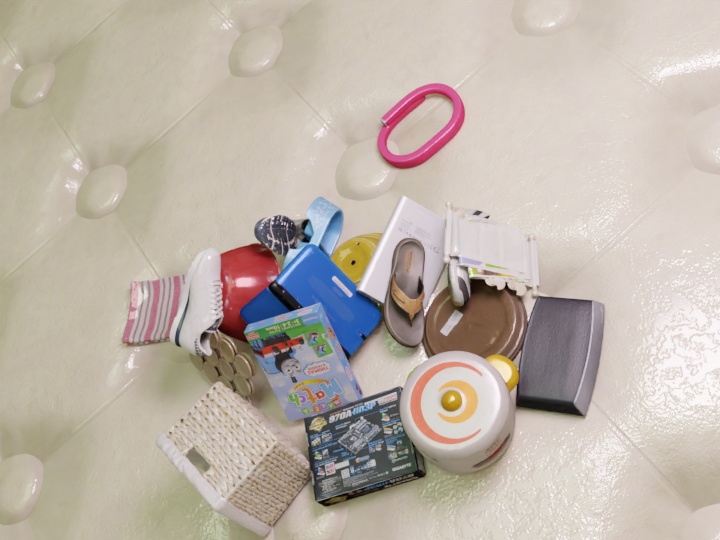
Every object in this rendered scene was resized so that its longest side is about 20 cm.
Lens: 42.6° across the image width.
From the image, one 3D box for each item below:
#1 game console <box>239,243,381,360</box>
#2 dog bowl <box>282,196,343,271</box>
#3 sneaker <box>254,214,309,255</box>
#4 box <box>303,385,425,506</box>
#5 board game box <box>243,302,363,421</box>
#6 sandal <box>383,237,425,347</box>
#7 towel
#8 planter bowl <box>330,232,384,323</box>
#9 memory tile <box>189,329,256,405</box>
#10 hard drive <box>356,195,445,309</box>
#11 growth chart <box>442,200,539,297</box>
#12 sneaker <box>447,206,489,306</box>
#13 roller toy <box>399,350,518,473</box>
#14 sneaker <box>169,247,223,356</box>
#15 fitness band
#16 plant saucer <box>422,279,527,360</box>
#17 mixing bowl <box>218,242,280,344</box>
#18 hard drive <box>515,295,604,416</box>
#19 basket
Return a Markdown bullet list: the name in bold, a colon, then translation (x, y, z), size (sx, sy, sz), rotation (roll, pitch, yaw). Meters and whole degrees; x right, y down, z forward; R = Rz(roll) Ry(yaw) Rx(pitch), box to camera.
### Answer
- **game console**: translation (-0.093, 0.081, 1.721), size (0.171, 0.200, 0.118), rotation (-48, 11, -20)
- **dog bowl**: translation (-0.090, -0.047, 1.826), size (0.049, 0.112, 0.201), rotation (18, 73, 18)
- **sneaker**: translation (-0.167, -0.069, 1.822), size (0.086, 0.200, 0.078), rotation (2, 90, 23)
- **box**: translation (0.004, 0.311, 1.632), size (0.199, 0.046, 0.160), rotation (-21, 58, 15)
- **board game box**: translation (-0.102, 0.169, 1.673), size (0.150, 0.201, 0.037), rotation (-17, 23, 19)
- **sandal**: translation (0.091, 0.037, 1.672), size (0.081, 0.055, 0.202), rotation (11, 80, -16)
- **towel**: translation (-0.413, 0.079, 1.960), size (0.198, 0.030, 0.148), rotation (-9, 63, 21)
- **planter bowl**: translation (0.000, 0.000, 1.770), size (0.199, 0.083, 0.202), rotation (-11, 61, 20)
- **memory tile**: translation (-0.269, 0.174, 1.780), size (0.017, 0.154, 0.200), rotation (-28, 51, -34)
- **hard drive**: translation (0.091, -0.020, 1.723), size (0.201, 0.131, 0.027), rotation (-64, 13, -15)
- **growth chart**: translation (0.234, -0.034, 1.646), size (0.199, 0.018, 0.146), rotation (18, 61, -13)
- **sneaker**: translation (0.200, -0.030, 1.671), size (0.087, 0.076, 0.202), rotation (2, 62, 3)
- **roller toy**: translation (0.163, 0.233, 1.528), size (0.198, 0.140, 0.184), rotation (-2, 66, 15)
- **sneaker**: translation (-0.286, 0.059, 1.715), size (0.080, 0.076, 0.202), rotation (19, 99, 26)
- **fitness band**: translation (0.121, -0.298, 1.891), size (0.200, 0.037, 0.144), rotation (-41, 55, 3)
- **plant saucer**: translation (0.201, 0.098, 1.658), size (0.199, 0.029, 0.202), rotation (-11, 62, 21)
- **mixing bowl**: translation (-0.252, 0.043, 1.802), size (0.199, 0.108, 0.202), rotation (-6, 82, 50)
- **hard drive**: translation (0.336, 0.138, 1.564), size (0.134, 0.042, 0.201), rotation (5, 68, 27)
- **basket**: translation (-0.217, 0.331, 1.637), size (0.198, 0.200, 0.161), rotation (37, 82, 34)
